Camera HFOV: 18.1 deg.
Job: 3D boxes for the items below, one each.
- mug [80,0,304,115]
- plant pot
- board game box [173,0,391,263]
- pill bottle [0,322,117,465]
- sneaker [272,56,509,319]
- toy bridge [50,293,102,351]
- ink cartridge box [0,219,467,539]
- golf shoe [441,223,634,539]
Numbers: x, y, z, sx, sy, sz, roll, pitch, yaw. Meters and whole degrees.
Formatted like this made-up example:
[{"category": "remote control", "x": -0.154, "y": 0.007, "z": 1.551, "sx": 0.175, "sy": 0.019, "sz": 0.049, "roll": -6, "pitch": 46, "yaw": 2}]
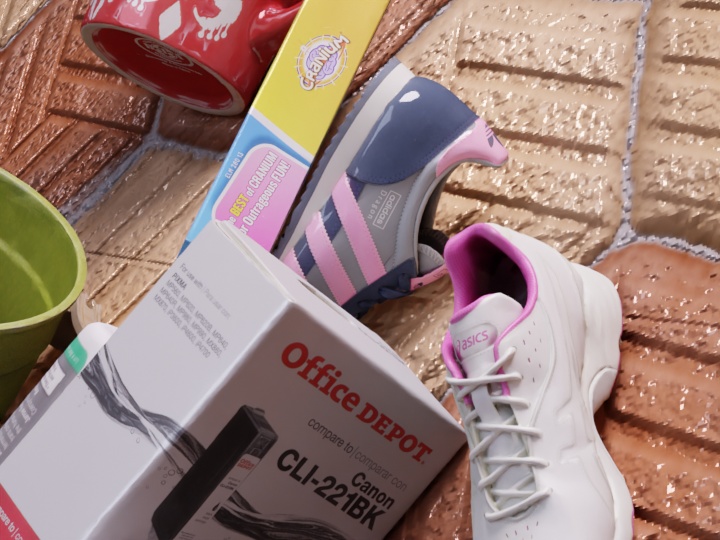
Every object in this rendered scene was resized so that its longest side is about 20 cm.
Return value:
[{"category": "mug", "x": -0.064, "y": -0.203, "z": 1.323, "sx": 0.177, "sy": 0.133, "sz": 0.201, "roll": 7, "pitch": 67, "yaw": 53}, {"category": "plant pot", "x": -0.279, "y": 0.052, "z": 1.268, "sx": 0.193, "sy": 0.200, "sz": 0.201, "roll": -66, "pitch": 27, "yaw": 26}, {"category": "board game box", "x": -0.046, "y": -0.063, "z": 1.176, "sx": 0.201, "sy": 0.040, "sz": 0.153, "roll": -66, "pitch": 5, "yaw": -24}, {"category": "pill bottle", "x": -0.153, "y": 0.134, "z": 1.122, "sx": 0.200, "sy": 0.113, "sz": 0.113, "roll": -50, "pitch": 34, "yaw": 1}, {"category": "sneaker", "x": 0.000, "y": 0.000, "z": 1.116, "sx": 0.201, "sy": 0.082, "sz": 0.070, "roll": -62, "pitch": -5, "yaw": 20}, {"category": "toy bridge", "x": -0.162, "y": 0.090, "z": 1.250, "sx": 0.067, "sy": 0.027, "sz": 0.201, "roll": -29, "pitch": 39, "yaw": 29}, {"category": "ink cartridge box", "x": -0.069, "y": 0.099, "z": 1.025, "sx": 0.200, "sy": 0.144, "sz": 0.084, "roll": -50, "pitch": 43, "yaw": 2}, {"category": "golf shoe", "x": 0.065, "y": 0.066, "z": 0.955, "sx": 0.075, "sy": 0.091, "sz": 0.201, "roll": -27, "pitch": 42, "yaw": 29}]
